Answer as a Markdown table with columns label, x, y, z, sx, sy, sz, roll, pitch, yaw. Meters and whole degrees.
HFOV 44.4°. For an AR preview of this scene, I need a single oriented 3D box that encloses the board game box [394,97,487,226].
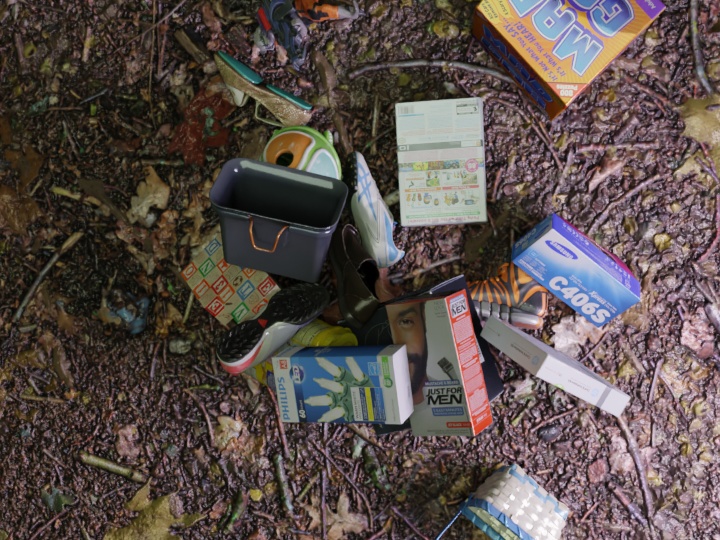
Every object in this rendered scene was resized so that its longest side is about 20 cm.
| label | x | y | z | sx | sy | sz | roll | pitch | yaw |
| --- | --- | --- | --- | --- | --- | --- | --- | --- | --- |
| board game box | 0.135 | -0.178 | 1.467 | 0.144 | 0.064 | 0.204 | -2 | 91 | 7 |

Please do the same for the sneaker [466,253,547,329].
| label | x | y | z | sx | sy | sz | roll | pitch | yaw |
| --- | --- | --- | --- | --- | --- | --- | --- | --- | --- |
| sneaker | 0.215 | 0.026 | 1.469 | 0.196 | 0.078 | 0.114 | 10 | 78 | 11 |

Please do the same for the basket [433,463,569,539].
| label | x | y | z | sx | sy | sz | roll | pitch | yaw |
| --- | --- | --- | --- | --- | --- | --- | --- | --- | --- |
| basket | 0.233 | 0.434 | 1.432 | 0.176 | 0.139 | 0.200 | 42 | 65 | 3 |

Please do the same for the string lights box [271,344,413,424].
| label | x | y | z | sx | sy | sz | roll | pitch | yaw |
| --- | --- | --- | --- | --- | --- | --- | --- | --- | --- |
| string lights box | -0.026 | 0.168 | 1.302 | 0.196 | 0.059 | 0.105 | -4 | 100 | 24 |

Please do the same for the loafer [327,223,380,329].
| label | x | y | z | sx | sy | sz | roll | pitch | yaw |
| --- | --- | --- | --- | --- | --- | --- | --- | --- | --- |
| loafer | 0.000 | 0.000 | 1.406 | 0.071 | 0.073 | 0.202 | -32 | 47 | 23 |

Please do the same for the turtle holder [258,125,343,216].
| label | x | y | z | sx | sy | sz | roll | pitch | yaw |
| --- | --- | --- | --- | --- | --- | --- | --- | --- | --- |
| turtle holder | -0.108 | -0.137 | 1.452 | 0.139 | 0.132 | 0.188 | 19 | 122 | -1 |

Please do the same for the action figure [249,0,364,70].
| label | x | y | z | sx | sy | sz | roll | pitch | yaw |
| --- | --- | --- | --- | --- | --- | --- | --- | --- | --- |
| action figure | -0.091 | -0.406 | 1.466 | 0.190 | 0.105 | 0.203 | -20 | 65 | 12 |

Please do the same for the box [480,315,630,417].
| label | x | y | z | sx | sy | sz | roll | pitch | yaw |
| --- | --- | --- | --- | --- | --- | --- | --- | --- | --- |
| box | 0.302 | 0.148 | 1.373 | 0.198 | 0.156 | 0.042 | 28 | 95 | -32 |

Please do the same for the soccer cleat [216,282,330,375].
| label | x | y | z | sx | sy | sz | roll | pitch | yaw |
| --- | --- | --- | --- | --- | --- | --- | --- | --- | --- |
| soccer cleat | -0.133 | 0.090 | 1.366 | 0.199 | 0.074 | 0.068 | -35 | 64 | -17 |

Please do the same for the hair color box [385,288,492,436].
| label | x | y | z | sx | sy | sz | roll | pitch | yaw |
| --- | --- | --- | --- | --- | --- | --- | --- | --- | --- |
| hair color box | 0.114 | 0.137 | 1.289 | 0.110 | 0.064 | 0.204 | -9 | 95 | 38 |

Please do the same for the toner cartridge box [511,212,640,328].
| label | x | y | z | sx | sy | sz | roll | pitch | yaw |
| --- | --- | --- | --- | --- | --- | --- | --- | --- | --- |
| toner cartridge box | 0.344 | 0.003 | 1.409 | 0.199 | 0.044 | 0.095 | 35 | 130 | -16 |

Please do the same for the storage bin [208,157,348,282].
| label | x | y | z | sx | sy | sz | roll | pitch | yaw |
| --- | --- | --- | --- | --- | --- | --- | --- | --- | --- |
| storage bin | -0.128 | -0.062 | 1.350 | 0.196 | 0.147 | 0.136 | 12 | 133 | 5 |

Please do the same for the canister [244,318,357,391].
| label | x | y | z | sx | sy | sz | roll | pitch | yaw |
| --- | --- | --- | --- | --- | --- | --- | --- | --- | --- |
| canister | -0.108 | 0.137 | 1.445 | 0.198 | 0.086 | 0.151 | 23 | 112 | 37 |

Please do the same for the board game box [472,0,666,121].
| label | x | y | z | sx | sy | sz | roll | pitch | yaw |
| --- | --- | --- | --- | --- | --- | --- | --- | --- | --- |
| board game box | 0.312 | -0.385 | 1.371 | 0.200 | 0.200 | 0.200 | -44 | 88 | 6 |

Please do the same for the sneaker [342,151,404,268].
| label | x | y | z | sx | sy | sz | roll | pitch | yaw |
| --- | --- | --- | --- | --- | --- | --- | --- | --- | --- |
| sneaker | 0.020 | -0.104 | 1.487 | 0.071 | 0.072 | 0.204 | -14 | 85 | -23 |

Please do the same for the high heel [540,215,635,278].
| label | x | y | z | sx | sy | sz | roll | pitch | yaw |
| --- | --- | --- | --- | --- | --- | --- | --- | --- | --- |
| high heel | 0.373 | -0.021 | 1.430 | 0.200 | 0.096 | 0.068 | 43 | 95 | 3 |

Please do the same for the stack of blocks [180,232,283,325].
| label | x | y | z | sx | sy | sz | roll | pitch | yaw |
| --- | --- | --- | --- | --- | --- | --- | --- | --- | --- |
| stack of blocks | -0.205 | 0.028 | 1.449 | 0.115 | 0.059 | 0.200 | -45 | 44 | -1 |

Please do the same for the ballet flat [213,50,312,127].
| label | x | y | z | sx | sy | sz | roll | pitch | yaw |
| --- | --- | --- | --- | --- | --- | --- | --- | --- | --- |
| ballet flat | -0.176 | -0.296 | 1.497 | 0.198 | 0.070 | 0.066 | 34 | 110 | 8 |

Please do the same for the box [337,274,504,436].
| label | x | y | z | sx | sy | sz | roll | pitch | yaw |
| --- | --- | --- | --- | --- | --- | --- | --- | --- | --- |
| box | 0.095 | 0.138 | 1.416 | 0.194 | 0.123 | 0.203 | -20 | 90 | 35 |
